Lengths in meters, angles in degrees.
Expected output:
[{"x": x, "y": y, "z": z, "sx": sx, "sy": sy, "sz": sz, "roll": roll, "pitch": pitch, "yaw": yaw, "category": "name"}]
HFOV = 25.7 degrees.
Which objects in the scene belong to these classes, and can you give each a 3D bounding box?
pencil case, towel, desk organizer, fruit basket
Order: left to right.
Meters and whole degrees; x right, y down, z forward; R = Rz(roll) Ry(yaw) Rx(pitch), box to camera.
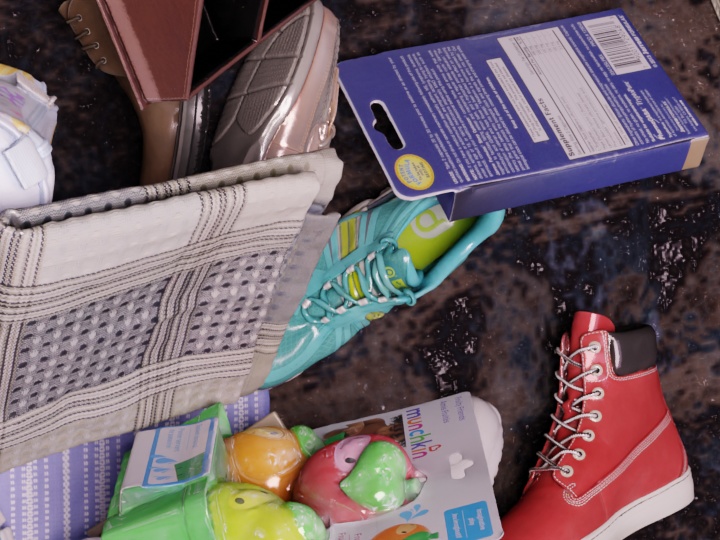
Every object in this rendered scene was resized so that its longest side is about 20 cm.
[{"x": -0.200, "y": -0.058, "z": 0.812, "sx": 0.091, "sy": 0.200, "sz": 0.083, "roll": -11, "pitch": 106, "yaw": -7, "category": "pencil case"}, {"x": -0.151, "y": 0.141, "z": 0.949, "sx": 0.200, "sy": 0.024, "sz": 0.145, "roll": -2, "pitch": 96, "yaw": -20, "category": "towel"}, {"x": -0.106, "y": 0.027, "z": 0.807, "sx": 0.200, "sy": 0.035, "sz": 0.193, "roll": -16, "pitch": 143, "yaw": -36, "category": "towel"}, {"x": -0.043, "y": -0.166, "z": 0.859, "sx": 0.200, "sy": 0.077, "sz": 0.072, "roll": -45, "pitch": 126, "yaw": -39, "category": "desk organizer"}, {"x": -0.033, "y": 0.115, "z": 0.830, "sx": 0.200, "sy": 0.185, "sz": 0.094, "roll": -19, "pitch": 107, "yaw": 5, "category": "fruit basket"}]

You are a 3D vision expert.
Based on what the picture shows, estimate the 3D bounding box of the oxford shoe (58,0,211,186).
[{"x": -0.127, "y": -0.128, "z": 0.901, "sx": 0.084, "sy": 0.073, "sz": 0.200, "roll": -4, "pitch": 95, "yaw": -4, "category": "oxford shoe"}]

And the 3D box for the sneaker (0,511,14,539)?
[{"x": -0.267, "y": 0.106, "z": 0.857, "sx": 0.075, "sy": 0.087, "sz": 0.200, "roll": -43, "pitch": 96, "yaw": 1, "category": "sneaker"}]

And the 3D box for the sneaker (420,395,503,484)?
[{"x": 0.003, "y": 0.136, "z": 0.963, "sx": 0.200, "sy": 0.078, "sz": 0.099, "roll": -44, "pitch": 104, "yaw": -18, "category": "sneaker"}]

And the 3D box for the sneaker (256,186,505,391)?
[{"x": 0.000, "y": 0.000, "z": 0.947, "sx": 0.200, "sy": 0.080, "sz": 0.078, "roll": -37, "pitch": 107, "yaw": -10, "category": "sneaker"}]

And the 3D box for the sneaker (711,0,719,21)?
[{"x": 0.264, "y": -0.229, "z": 1.009, "sx": 0.084, "sy": 0.075, "sz": 0.200, "roll": -18, "pitch": 102, "yaw": -11, "category": "sneaker"}]

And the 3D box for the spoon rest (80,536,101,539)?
[{"x": -0.194, "y": 0.217, "z": 0.903, "sx": 0.200, "sy": 0.061, "sz": 0.099, "roll": -38, "pitch": 131, "yaw": 14, "category": "spoon rest"}]

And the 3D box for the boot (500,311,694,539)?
[{"x": 0.125, "y": 0.107, "z": 0.990, "sx": 0.200, "sy": 0.072, "sz": 0.144, "roll": -23, "pitch": 104, "yaw": -40, "category": "boot"}]

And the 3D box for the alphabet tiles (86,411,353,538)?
[{"x": -0.061, "y": 0.187, "z": 0.924, "sx": 0.200, "sy": 0.006, "sz": 0.167, "roll": -33, "pitch": 88, "yaw": 3, "category": "alphabet tiles"}]

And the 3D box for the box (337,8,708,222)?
[{"x": 0.093, "y": -0.094, "z": 0.953, "sx": 0.200, "sy": 0.121, "sz": 0.032, "roll": -12, "pitch": 143, "yaw": -17, "category": "box"}]

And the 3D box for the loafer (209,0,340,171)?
[{"x": -0.051, "y": -0.061, "z": 0.925, "sx": 0.063, "sy": 0.072, "sz": 0.200, "roll": 29, "pitch": 74, "yaw": -34, "category": "loafer"}]
